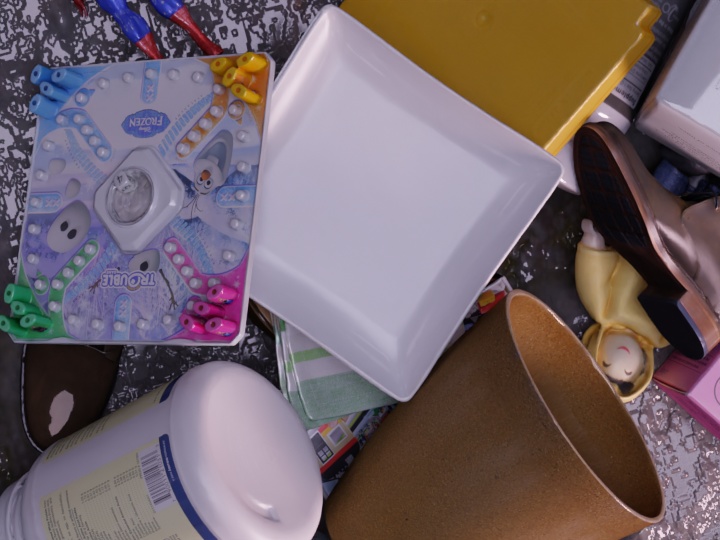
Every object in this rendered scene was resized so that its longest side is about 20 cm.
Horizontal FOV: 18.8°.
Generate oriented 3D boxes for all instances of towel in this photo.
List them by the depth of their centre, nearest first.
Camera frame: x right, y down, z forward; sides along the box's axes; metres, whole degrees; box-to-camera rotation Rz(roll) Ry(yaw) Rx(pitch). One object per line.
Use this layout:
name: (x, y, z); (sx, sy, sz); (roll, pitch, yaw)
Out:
towel: (0.000, 0.000, 1.545); (0.152, 0.023, 0.201); (-13, 97, -25)

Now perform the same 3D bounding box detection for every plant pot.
plant pot: (0.080, 0.147, 1.520); (0.200, 0.186, 0.187); (-36, 99, 17)

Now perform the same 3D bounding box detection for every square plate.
square plate: (0.005, -0.045, 1.482); (0.199, 0.028, 0.199); (34, 97, -2)

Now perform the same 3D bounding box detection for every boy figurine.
boy figurine: (0.210, 0.005, 1.613); (0.124, 0.064, 0.201); (28, 88, -16)

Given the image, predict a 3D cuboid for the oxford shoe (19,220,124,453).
oxford shoe: (-0.197, 0.039, 1.545); (0.072, 0.084, 0.201); (15, 94, -11)

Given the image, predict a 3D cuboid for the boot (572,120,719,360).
boot: (0.225, -0.043, 1.546); (0.097, 0.075, 0.201); (-39, 118, -19)

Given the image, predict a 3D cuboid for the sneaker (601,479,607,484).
sneaker: (0.131, 0.193, 1.617); (0.200, 0.081, 0.075); (-38, 127, -3)

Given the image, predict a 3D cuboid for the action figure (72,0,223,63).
action figure: (-0.181, -0.216, 1.544); (0.065, 0.052, 0.200); (-39, 94, -9)

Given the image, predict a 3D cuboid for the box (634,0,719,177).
box: (0.325, -0.143, 1.505); (0.199, 0.131, 0.200); (30, 88, 2)

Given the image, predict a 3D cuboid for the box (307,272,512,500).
box: (0.048, 0.101, 1.611); (0.199, 0.035, 0.110); (-34, 99, -4)

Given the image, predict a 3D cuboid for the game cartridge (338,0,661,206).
game cartridge: (0.093, -0.173, 1.520); (0.176, 0.032, 0.200); (-49, 66, 18)

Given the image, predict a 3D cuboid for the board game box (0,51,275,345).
board game box: (-0.157, -0.050, 1.489); (0.199, 0.026, 0.201); (-1, 77, 31)

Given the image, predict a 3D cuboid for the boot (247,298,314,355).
boot: (-0.035, -0.034, 1.571); (0.155, 0.074, 0.200); (-42, 105, -10)

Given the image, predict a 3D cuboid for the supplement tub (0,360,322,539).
supplement tub: (-0.142, 0.163, 1.499); (0.199, 0.145, 0.145); (-28, 100, 29)

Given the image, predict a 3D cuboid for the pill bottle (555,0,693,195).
pill bottle: (0.162, -0.164, 1.566); (0.113, 0.114, 0.201); (27, 91, -10)

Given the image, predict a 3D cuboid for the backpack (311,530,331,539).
backpack: (-0.044, 0.286, 1.567); (0.166, 0.127, 0.201); (-22, 98, -12)

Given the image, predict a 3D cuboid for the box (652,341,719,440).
box: (0.355, 0.068, 1.622); (0.176, 0.097, 0.200); (42, 87, -9)
